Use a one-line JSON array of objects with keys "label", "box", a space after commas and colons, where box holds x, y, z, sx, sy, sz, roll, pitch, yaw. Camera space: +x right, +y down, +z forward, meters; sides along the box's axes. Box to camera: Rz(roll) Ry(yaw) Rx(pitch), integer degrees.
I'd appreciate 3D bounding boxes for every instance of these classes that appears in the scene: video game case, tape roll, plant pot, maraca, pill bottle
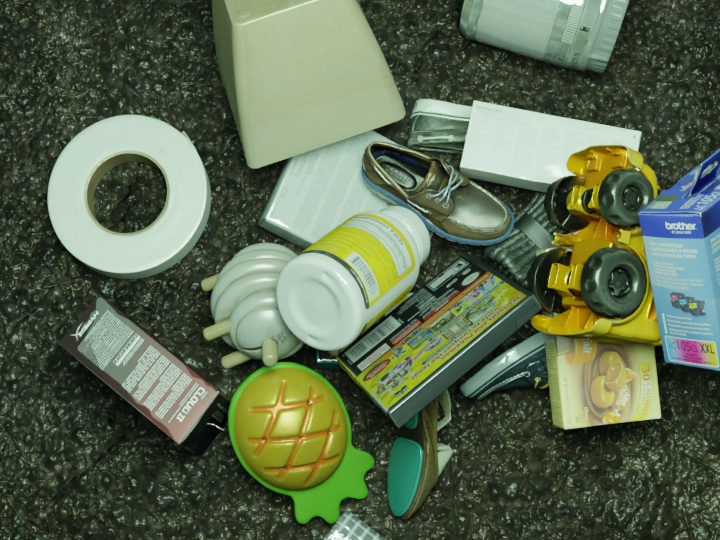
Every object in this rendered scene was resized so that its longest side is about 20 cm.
[{"label": "video game case", "box": [0.081, 0.071, 1.383, 0.199, 0.181, 0.026, -38, 114, -6]}, {"label": "tape roll", "box": [-0.283, -0.092, 1.544, 0.199, 0.037, 0.206, 0, 77, 1]}, {"label": "plant pot", "box": [-0.078, -0.274, 1.469, 0.197, 0.178, 0.201, -18, 48, -2]}, {"label": "maraca", "box": [-0.068, 0.199, 1.442, 0.137, 0.107, 0.201, -37, 103, -7]}, {"label": "pill bottle", "box": [0.000, 0.000, 1.414, 0.111, 0.112, 0.200, 41, 38, 10]}]

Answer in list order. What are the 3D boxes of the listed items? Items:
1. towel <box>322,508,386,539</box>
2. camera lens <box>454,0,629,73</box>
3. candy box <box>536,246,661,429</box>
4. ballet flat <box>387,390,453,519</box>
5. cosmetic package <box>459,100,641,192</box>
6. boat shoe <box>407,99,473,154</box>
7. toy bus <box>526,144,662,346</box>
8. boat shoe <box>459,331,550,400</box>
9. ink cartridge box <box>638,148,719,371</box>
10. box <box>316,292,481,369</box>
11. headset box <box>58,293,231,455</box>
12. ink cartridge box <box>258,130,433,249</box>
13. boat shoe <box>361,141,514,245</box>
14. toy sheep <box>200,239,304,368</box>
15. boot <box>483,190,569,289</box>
[{"label": "towel", "box": [-0.011, 0.396, 1.402, 0.165, 0.086, 0.201, 35, 81, 10]}, {"label": "camera lens", "box": [0.223, -0.339, 1.522, 0.197, 0.160, 0.162, 18, 78, 6]}, {"label": "candy box", "box": [0.268, 0.071, 1.415, 0.114, 0.055, 0.203, -5, 87, -6]}, {"label": "ballet flat", "box": [0.074, 0.186, 1.450, 0.072, 0.067, 0.203, -4, 98, -34]}, {"label": "cosmetic package", "box": [0.220, -0.135, 1.460, 0.197, 0.051, 0.084, 12, 83, 8]}, {"label": "boat shoe", "box": [0.156, -0.159, 1.534, 0.197, 0.071, 0.065, 9, 77, 12]}, {"label": "toy bus", "box": [0.295, -0.014, 1.337, 0.190, 0.135, 0.203, 14, 84, -22]}, {"label": "boat shoe", "box": [0.218, 0.118, 1.465, 0.199, 0.071, 0.092, -30, 84, -2]}, {"label": "ink cartridge box", "box": [0.352, -0.021, 1.265, 0.136, 0.076, 0.203, -32, 114, -40]}, {"label": "box", "box": [0.046, 0.070, 1.491, 0.197, 0.049, 0.084, -2, 77, 1]}, {"label": "headset box", "box": [-0.232, 0.129, 1.436, 0.199, 0.149, 0.078, 37, 81, 10]}, {"label": "ink cartridge box", "box": [-0.004, -0.087, 1.541, 0.198, 0.057, 0.164, 27, 78, -14]}, {"label": "boat shoe", "box": [0.087, -0.091, 1.468, 0.198, 0.073, 0.073, 23, 74, 13]}, {"label": "toy sheep", "box": [-0.114, 0.043, 1.455, 0.136, 0.139, 0.201, -12, 43, -1]}, {"label": "boot", "box": [0.267, -0.014, 1.489, 0.210, 0.080, 0.159, 34, 78, 14]}]
